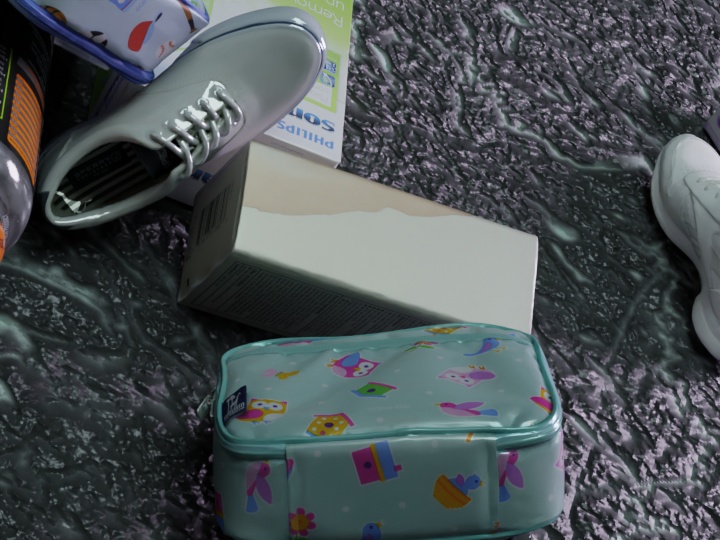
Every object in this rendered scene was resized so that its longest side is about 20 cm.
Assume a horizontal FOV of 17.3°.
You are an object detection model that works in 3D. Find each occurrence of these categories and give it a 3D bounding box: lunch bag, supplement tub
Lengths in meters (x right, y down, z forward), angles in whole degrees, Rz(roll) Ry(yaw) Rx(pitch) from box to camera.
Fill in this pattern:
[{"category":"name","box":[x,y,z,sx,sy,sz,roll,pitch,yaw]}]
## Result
[{"category":"lunch bag","box":[-0.180,-0.207,1.370,0.160,0.076,0.200,26,25,-53]},{"category":"lunch bag","box":[0.010,0.086,1.318,0.199,0.077,0.160,-2,23,-1]},{"category":"supplement tub","box":[-0.242,-0.081,1.345,0.122,0.123,0.200,19,43,-18]}]

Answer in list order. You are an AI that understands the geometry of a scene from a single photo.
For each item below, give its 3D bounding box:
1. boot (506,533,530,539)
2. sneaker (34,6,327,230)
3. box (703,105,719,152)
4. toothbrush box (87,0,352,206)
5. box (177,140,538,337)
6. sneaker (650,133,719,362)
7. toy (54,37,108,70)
[{"category":"boot","box":[-0.002,0.164,1.333,0.199,0.066,0.165,-6,47,-28]},{"category":"sneaker","box":[-0.104,-0.081,1.396,0.073,0.200,0.071,52,12,-27]},{"category":"box","box":[0.326,-0.045,1.764,0.039,0.041,0.200,-6,56,-38]},{"category":"toothbrush box","box":[-0.088,-0.136,1.531,0.145,0.086,0.200,21,44,-16]},{"category":"box","box":[0.000,0.000,1.446,0.200,0.095,0.078,18,62,-21]},{"category":"sneaker","box":[0.267,-0.029,1.663,0.075,0.100,0.200,8,47,-26]},{"category":"toy","box":[-0.204,-0.209,1.504,0.115,0.047,0.200,24,23,-19]}]
